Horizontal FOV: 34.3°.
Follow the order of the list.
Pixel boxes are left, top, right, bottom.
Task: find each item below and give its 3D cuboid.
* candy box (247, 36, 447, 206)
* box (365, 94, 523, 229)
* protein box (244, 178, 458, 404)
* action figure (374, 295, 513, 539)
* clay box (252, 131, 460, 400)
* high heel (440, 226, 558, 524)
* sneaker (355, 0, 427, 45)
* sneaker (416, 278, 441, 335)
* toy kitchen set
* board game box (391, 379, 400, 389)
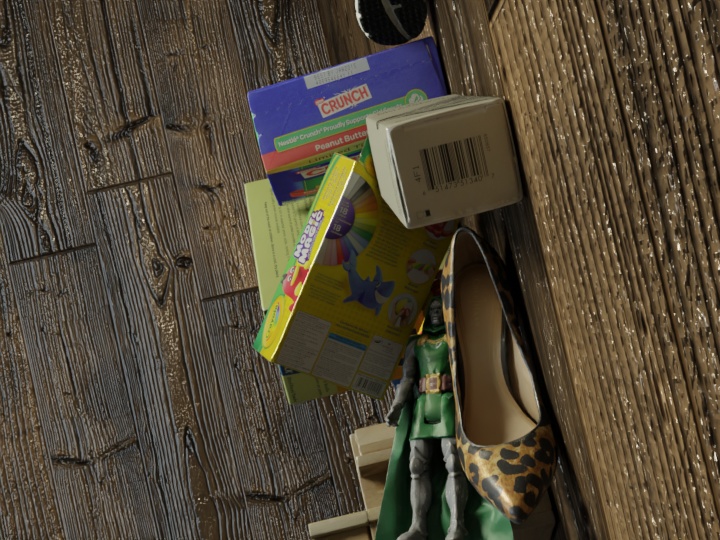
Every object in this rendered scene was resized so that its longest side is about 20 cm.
[{"bbox_3d":[-0.010,-0.129,1.064,0.200,0.167,0.078,90,164,-83],"label":"candy box"},{"bbox_3d":[0.053,-0.081,0.817,0.200,0.081,0.069,-118,14,-79],"label":"box"},{"bbox_3d":[0.000,0.000,1.184,0.199,0.198,0.136,-104,2,-48],"label":"protein box"},{"bbox_3d":[0.062,0.116,0.925,0.055,0.117,0.202,42,-135,-57],"label":"action figure"},{"bbox_3d":[0.004,-0.006,0.958,0.048,0.114,0.202,26,93,59],"label":"clay box"},{"bbox_3d":[0.087,0.068,0.815,0.201,0.071,0.144,-88,-18,-59],"label":"high heel"},{"bbox_3d":[0.010,-0.280,0.931,0.201,0.073,0.081,82,-179,-49],"label":"sneaker"},{"bbox_3d":[0.084,0.075,1.053,0.073,0.076,0.201,-107,2,-47],"label":"sneaker"},{"bbox_3d":[0.045,0.183,1.010,0.181,0.198,0.165,80,176,-64],"label":"toy kitchen set"},{"bbox_3d":[0.062,0.076,1.436,0.200,0.055,0.197,58,-166,-48],"label":"board game box"}]
